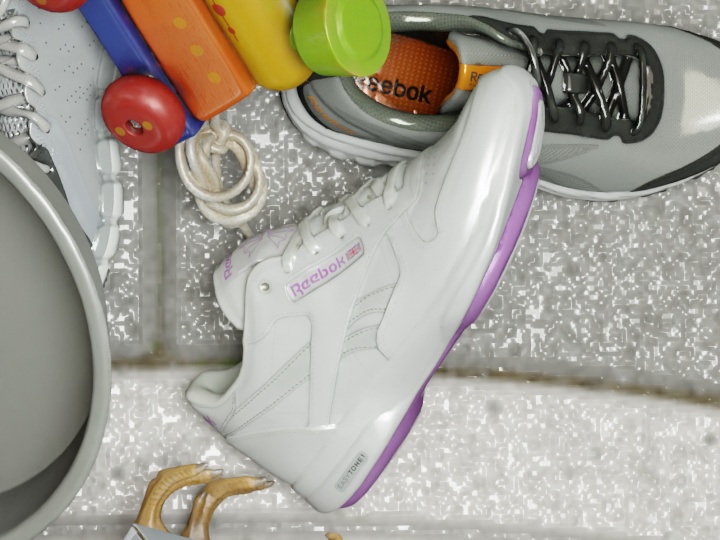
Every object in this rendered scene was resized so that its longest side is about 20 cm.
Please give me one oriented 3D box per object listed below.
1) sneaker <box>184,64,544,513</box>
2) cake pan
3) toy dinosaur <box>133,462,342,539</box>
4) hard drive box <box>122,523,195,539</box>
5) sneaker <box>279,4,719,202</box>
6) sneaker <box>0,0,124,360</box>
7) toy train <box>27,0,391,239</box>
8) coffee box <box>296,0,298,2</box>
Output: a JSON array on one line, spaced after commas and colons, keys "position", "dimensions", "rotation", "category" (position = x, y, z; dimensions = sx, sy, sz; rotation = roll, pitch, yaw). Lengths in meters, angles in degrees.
[{"position": [0.000, 0.000, 1.036], "dimensions": [0.099, 0.075, 0.201], "rotation": [30, 112, -1], "category": "sneaker"}, {"position": [-0.181, 0.018, 1.015], "dimensions": [0.199, 0.037, 0.202], "rotation": [7, 113, 16], "category": "cake pan"}, {"position": [-0.070, 0.133, 1.053], "dimensions": [0.198, 0.060, 0.107], "rotation": [-1, 78, 2], "category": "toy dinosaur"}, {"position": [-0.071, 0.205, 0.977], "dimensions": [0.200, 0.155, 0.077], "rotation": [-52, 51, 11], "category": "hard drive box"}, {"position": [0.069, -0.070, 1.076], "dimensions": [0.198, 0.079, 0.075], "rotation": [2, 85, -8], "category": "sneaker"}, {"position": [-0.144, -0.073, 1.026], "dimensions": [0.075, 0.115, 0.202], "rotation": [1, 77, 34], "category": "sneaker"}, {"position": [-0.036, -0.083, 1.013], "dimensions": [0.201, 0.115, 0.085], "rotation": [58, 45, -33], "category": "toy train"}, {"position": [-0.013, -0.203, 1.028], "dimensions": [0.123, 0.044, 0.201], "rotation": [-33, 135, -8], "category": "coffee box"}]
